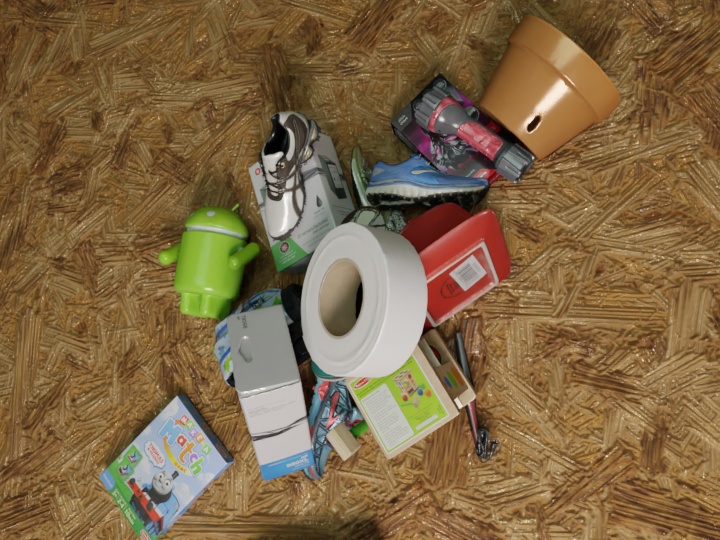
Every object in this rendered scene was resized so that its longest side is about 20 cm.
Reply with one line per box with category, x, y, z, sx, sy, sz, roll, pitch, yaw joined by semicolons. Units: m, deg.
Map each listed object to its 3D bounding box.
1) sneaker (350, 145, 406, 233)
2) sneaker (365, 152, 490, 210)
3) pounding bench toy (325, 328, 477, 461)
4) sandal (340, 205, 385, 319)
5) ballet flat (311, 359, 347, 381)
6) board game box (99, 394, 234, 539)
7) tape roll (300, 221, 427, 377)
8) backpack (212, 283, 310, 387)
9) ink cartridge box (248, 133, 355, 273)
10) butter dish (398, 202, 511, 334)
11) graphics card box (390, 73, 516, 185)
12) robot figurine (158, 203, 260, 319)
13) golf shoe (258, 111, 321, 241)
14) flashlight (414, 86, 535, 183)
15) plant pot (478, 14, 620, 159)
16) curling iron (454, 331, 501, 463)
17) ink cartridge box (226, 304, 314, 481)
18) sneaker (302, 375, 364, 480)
sneaker;0.039;-0.126;0.957;0.087;0.077;0.203;-19;81;-5
sneaker;0.108;-0.148;0.885;0.196;0.079;0.091;5;73;7
pounding bench toy;0.054;0.198;0.842;0.199;0.155;0.125;-38;74;16
sandal;0.000;0.000;0.869;0.080;0.055;0.204;2;103;7
ballet flat;0.011;0.117;0.847;0.199;0.069;0.070;-36;72;29
board game box;-0.337;0.344;0.960;0.200;0.037;0.151;-45;73;0
tape roll;-0.002;0.042;0.749;0.201;0.070;0.207;-14;72;50
backpack;-0.147;0.110;0.911;0.154;0.163;0.201;44;97;25
ink cartridge box;-0.096;-0.116;0.947;0.145;0.083;0.203;-28;73;30
butter dish;0.116;-0.025;0.870;0.198;0.200;0.149;-34;53;4
graphics card box;0.160;-0.225;0.951;0.125;0.051;0.201;-42;73;2
robot figurine;-0.259;-0.020;0.970;0.172;0.115;0.204;3;80;25
golf shoe;-0.129;-0.148;0.865;0.077;0.094;0.204;15;98;32
flashlight;0.180;-0.213;0.883;0.199;0.068;0.068;41;88;16
plant pot;0.282;-0.272;0.870;0.200;0.199;0.140;46;108;16
curling iron;0.179;0.197;0.875;0.049;0.025;0.204;-28;66;45
ink cartridge box;-0.126;0.174;0.786;0.083;0.203;0.146;-13;43;-11
sneaker;-0.040;0.240;0.892;0.094;0.079;0.204;11;82;12
